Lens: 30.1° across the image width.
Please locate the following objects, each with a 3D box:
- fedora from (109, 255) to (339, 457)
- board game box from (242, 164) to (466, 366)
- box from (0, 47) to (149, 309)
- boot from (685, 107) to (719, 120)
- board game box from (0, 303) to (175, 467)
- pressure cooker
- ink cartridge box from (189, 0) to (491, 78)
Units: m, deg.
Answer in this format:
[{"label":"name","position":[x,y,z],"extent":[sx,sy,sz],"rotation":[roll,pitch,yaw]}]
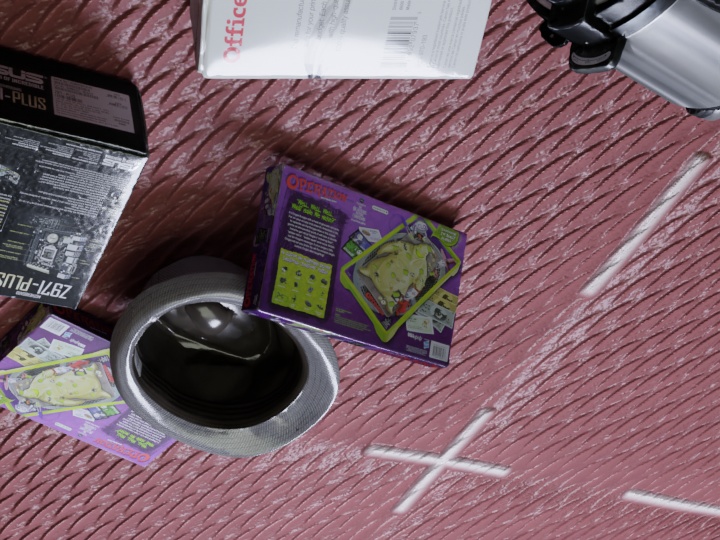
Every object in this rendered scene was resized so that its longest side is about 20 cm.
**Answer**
[{"label":"fedora","position":[-0.119,0.060,1.146],"extent":[0.200,0.090,0.177],"rotation":[34,115,-30]},{"label":"board game box","position":[0.000,0.000,1.102],"extent":[0.200,0.121,0.032],"rotation":[19,168,-35]},{"label":"box","position":[-0.275,-0.072,0.966],"extent":[0.199,0.086,0.164],"rotation":[12,129,-27]},{"label":"boot","position":[0.344,-0.173,0.994],"extent":[0.131,0.070,0.200],"rotation":[26,114,-19]},{"label":"board game box","position":[-0.234,0.104,1.200],"extent":[0.120,0.032,0.200],"rotation":[-43,131,19]},{"label":"pressure cooker","position":[0.203,-0.216,0.908],"extent":[0.200,0.176,0.179],"rotation":[23,126,-33]},{"label":"ink cartridge box","position":[-0.012,-0.210,0.911],"extent":[0.199,0.084,0.146],"rotation":[-2,135,-15]}]
